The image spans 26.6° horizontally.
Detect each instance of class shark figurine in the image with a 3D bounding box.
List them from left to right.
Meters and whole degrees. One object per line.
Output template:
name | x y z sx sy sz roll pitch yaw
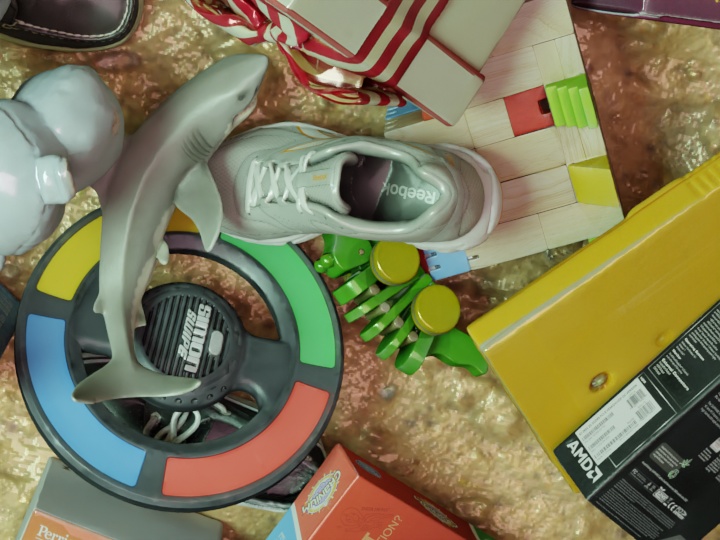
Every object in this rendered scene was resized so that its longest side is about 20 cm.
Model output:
shark figurine | -0.136 -0.029 0.865 0.089 0.127 0.217 25 76 -39

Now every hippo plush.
hippo plush | -0.196 -0.095 0.767 0.161 0.200 0.159 43 133 0

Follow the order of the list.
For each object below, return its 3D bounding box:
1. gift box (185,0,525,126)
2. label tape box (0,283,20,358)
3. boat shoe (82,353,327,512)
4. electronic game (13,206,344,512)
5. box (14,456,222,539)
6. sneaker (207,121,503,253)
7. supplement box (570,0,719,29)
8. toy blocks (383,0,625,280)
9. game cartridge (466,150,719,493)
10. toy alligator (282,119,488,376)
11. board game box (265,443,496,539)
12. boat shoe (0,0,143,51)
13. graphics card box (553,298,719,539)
gift box | -0.017 -0.203 0.813 0.199 0.184 0.188 26 99 -47
label tape box | -0.271 0.018 0.852 0.063 0.200 0.144 -44 102 6
boat shoe | -0.114 0.106 0.952 0.197 0.068 0.074 24 99 -10
electronic game | -0.106 0.045 0.909 0.197 0.042 0.203 6 65 -13
box | -0.180 0.242 0.961 0.123 0.098 0.202 22 99 -9
sneaker | -0.023 -0.052 0.870 0.197 0.092 0.077 2 88 21
supplement box | 0.211 -0.243 0.882 0.129 0.103 0.203 4 101 -18
toy blocks | 0.076 -0.085 0.925 0.135 0.100 0.202 -14 112 11
game cartridge | 0.181 0.033 0.942 0.199 0.033 0.177 -35 135 0
toy alligator | 0.000 0.000 0.938 0.054 0.059 0.200 -42 95 -23
board game box | 0.018 0.221 0.973 0.199 0.040 0.154 33 97 -30
boat shoe | -0.225 -0.176 0.883 0.199 0.066 0.073 20 99 -9
graphics card box | 0.231 0.087 0.957 0.200 0.051 0.125 -45 134 8
